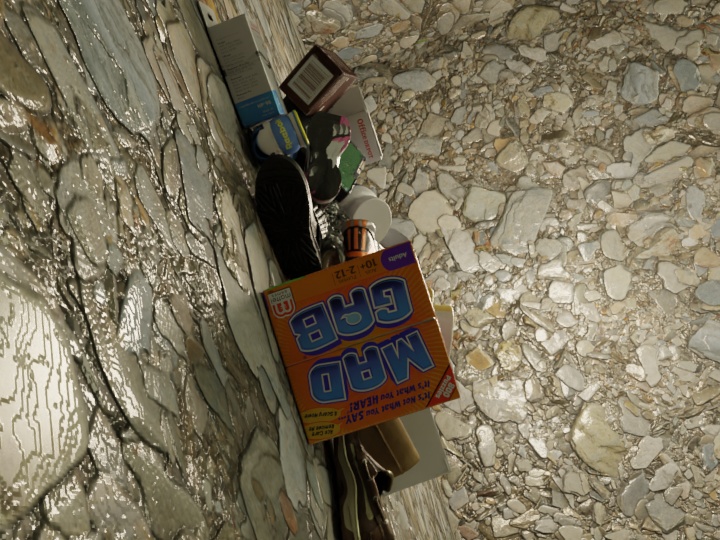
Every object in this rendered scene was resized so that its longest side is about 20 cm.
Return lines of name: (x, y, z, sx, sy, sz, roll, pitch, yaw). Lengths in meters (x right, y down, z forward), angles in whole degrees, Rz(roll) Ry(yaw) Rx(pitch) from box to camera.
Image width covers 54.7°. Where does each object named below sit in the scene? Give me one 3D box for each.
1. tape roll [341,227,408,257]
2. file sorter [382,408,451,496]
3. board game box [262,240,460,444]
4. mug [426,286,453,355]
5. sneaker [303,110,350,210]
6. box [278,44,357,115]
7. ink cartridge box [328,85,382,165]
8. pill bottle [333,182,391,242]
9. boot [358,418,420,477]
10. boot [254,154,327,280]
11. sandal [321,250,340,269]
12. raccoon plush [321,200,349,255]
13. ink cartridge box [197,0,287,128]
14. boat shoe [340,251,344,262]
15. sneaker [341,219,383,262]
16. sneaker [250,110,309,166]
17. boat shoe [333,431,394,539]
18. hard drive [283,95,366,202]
tape roll: (0.016, 0.005, 1.386, 0.201, 0.198, 0.066, -104, 172, -46)
file sorter: (0.068, 0.288, 1.313, 0.125, 0.137, 0.202, -104, 175, -74)
board game box: (0.009, 0.092, 0.949, 0.200, 0.198, 0.202, 15, 57, -84)
mug: (0.069, 0.117, 1.197, 0.187, 0.151, 0.151, -82, -178, -74)
sneaker: (-0.072, -0.189, 1.224, 0.086, 0.079, 0.202, 124, -20, -56)
box: (-0.072, -0.340, 1.260, 0.075, 0.100, 0.200, 43, 15, -6)
ink cartridge box: (-0.069, -0.275, 1.448, 0.147, 0.198, 0.087, 66, 7, -52)
pill bottle: (-0.030, -0.123, 1.398, 0.199, 0.115, 0.117, 30, -32, 52)
boot: (0.053, 0.232, 1.126, 0.066, 0.173, 0.202, -82, 151, -64)
boot: (-0.104, -0.100, 1.078, 0.158, 0.078, 0.213, -87, 170, -59)
sandal: (-0.045, 0.060, 1.113, 0.080, 0.053, 0.202, 61, 32, -60)
raccoon plush: (-0.105, -0.085, 1.251, 0.200, 0.097, 0.134, 40, 28, -11)
ink cartridge box: (-0.186, -0.339, 1.125, 0.116, 0.066, 0.202, -90, 161, -77)
boat shoe: (-0.037, 0.023, 1.295, 0.200, 0.075, 0.062, 51, -4, 41)
sneaker: (0.000, 0.000, 1.204, 0.200, 0.077, 0.113, 60, 29, -67)
sneaker: (-0.145, -0.207, 1.134, 0.075, 0.082, 0.200, 63, -14, -5)
boat shoe: (0.008, 0.282, 0.923, 0.203, 0.074, 0.075, -100, -179, -51)
hard drive: (-0.085, -0.236, 1.315, 0.199, 0.038, 0.140, 39, 41, -16)
